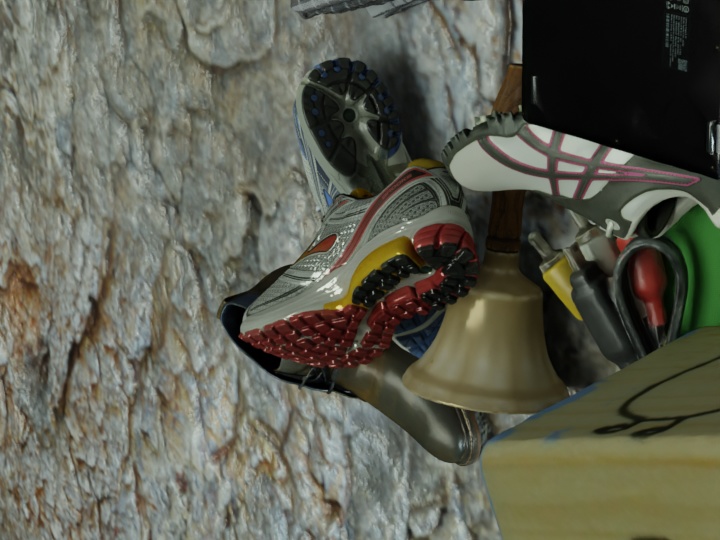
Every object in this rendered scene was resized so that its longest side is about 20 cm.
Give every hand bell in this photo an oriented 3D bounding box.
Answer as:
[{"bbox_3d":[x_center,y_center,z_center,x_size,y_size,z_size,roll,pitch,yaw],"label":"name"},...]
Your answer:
[{"bbox_3d":[0.086,-0.024,1.223,0.104,0.104,0.201,18,107,48],"label":"hand bell"}]

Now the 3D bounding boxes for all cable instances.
[{"bbox_3d":[0.173,0.050,1.167,0.097,0.050,0.201,-23,98,38],"label":"cable"}]

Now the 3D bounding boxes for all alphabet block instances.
[{"bbox_3d":[0.210,0.141,1.012,0.200,0.195,0.197,-9,103,53],"label":"alphabet block"}]

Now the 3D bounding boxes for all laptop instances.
[{"bbox_3d":[0.187,-0.151,0.968,0.199,0.116,0.188,21,121,42],"label":"laptop"}]

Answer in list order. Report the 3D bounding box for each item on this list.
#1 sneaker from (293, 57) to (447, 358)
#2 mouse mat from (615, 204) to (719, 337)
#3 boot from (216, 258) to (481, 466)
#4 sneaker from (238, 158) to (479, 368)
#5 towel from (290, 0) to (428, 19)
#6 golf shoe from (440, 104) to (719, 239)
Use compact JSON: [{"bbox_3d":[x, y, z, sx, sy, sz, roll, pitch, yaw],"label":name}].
[{"bbox_3d":[0.011,-0.041,1.316,0.201,0.077,0.085,70,164,-6],"label":"sneaker"},{"bbox_3d":[0.220,0.023,1.111,0.200,0.008,0.162,-39,73,52],"label":"mouse mat"},{"bbox_3d":[-0.010,0.071,1.362,0.200,0.097,0.075,46,138,32],"label":"boot"},{"bbox_3d":[0.000,0.000,1.236,0.200,0.078,0.083,-31,48,41],"label":"sneaker"},{"bbox_3d":[0.020,-0.242,1.191,0.200,0.085,0.167,-12,95,55],"label":"towel"},{"bbox_3d":[0.125,-0.055,1.113,0.199,0.077,0.089,-9,91,44],"label":"golf shoe"}]
